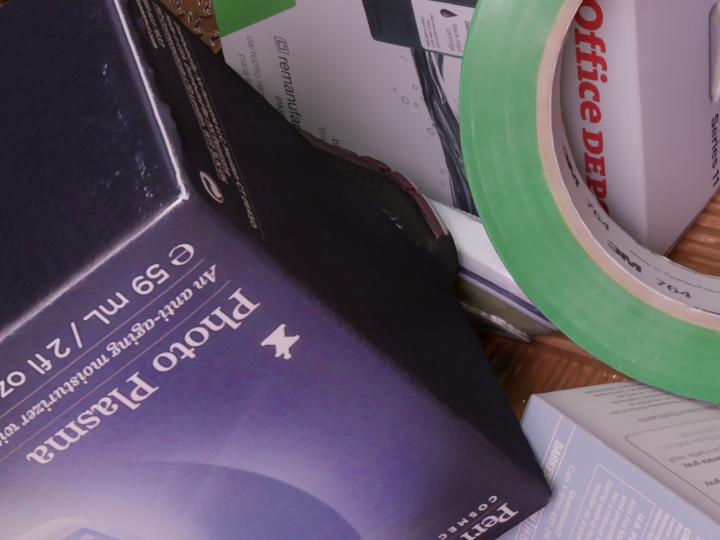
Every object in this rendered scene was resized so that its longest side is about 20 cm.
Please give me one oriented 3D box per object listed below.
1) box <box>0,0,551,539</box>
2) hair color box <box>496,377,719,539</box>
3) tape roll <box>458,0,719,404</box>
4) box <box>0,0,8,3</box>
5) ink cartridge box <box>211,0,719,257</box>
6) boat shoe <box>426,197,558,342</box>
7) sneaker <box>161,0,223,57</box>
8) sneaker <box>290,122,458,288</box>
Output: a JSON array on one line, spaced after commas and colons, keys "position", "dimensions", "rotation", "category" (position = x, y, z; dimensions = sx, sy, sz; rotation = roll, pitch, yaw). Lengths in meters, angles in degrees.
[{"position": [-0.082, 0.045, 0.602], "dimensions": [0.200, 0.198, 0.123], "rotation": [-36, 47, 13], "category": "box"}, {"position": [0.144, 0.107, 0.612], "dimensions": [0.099, 0.061, 0.200], "rotation": [-4, 29, -45], "category": "hair color box"}, {"position": [0.133, -0.056, 0.648], "dimensions": [0.200, 0.201, 0.048], "rotation": [-10, 15, 13], "category": "tape roll"}, {"position": [-0.155, -0.165, 0.903], "dimensions": [0.122, 0.200, 0.048], "rotation": [-21, 84, 32], "category": "box"}, {"position": [0.044, -0.097, 0.781], "dimensions": [0.200, 0.147, 0.083], "rotation": [17, 46, 30], "category": "ink cartridge box"}, {"position": [0.000, 0.000, 0.793], "dimensions": [0.200, 0.072, 0.062], "rotation": [17, 81, 37], "category": "boat shoe"}, {"position": [-0.051, -0.138, 0.920], "dimensions": [0.200, 0.090, 0.067], "rotation": [-37, 79, 23], "category": "sneaker"}, {"position": [-0.060, -0.039, 0.732], "dimensions": [0.200, 0.115, 0.076], "rotation": [35, 94, 40], "category": "sneaker"}]
